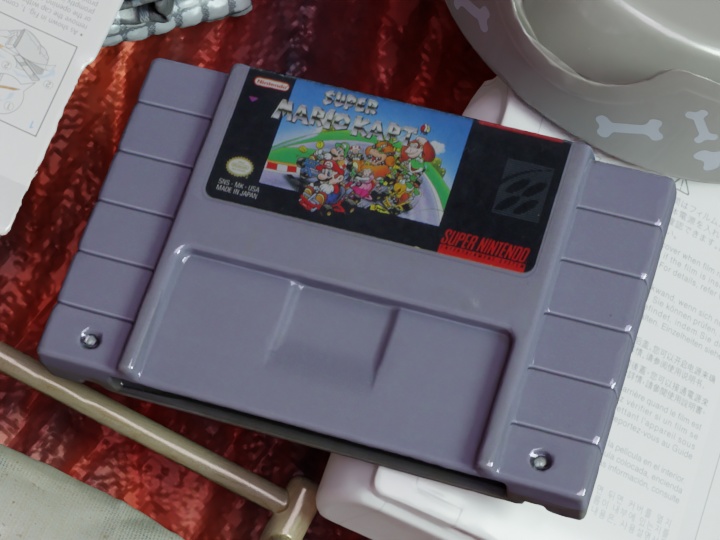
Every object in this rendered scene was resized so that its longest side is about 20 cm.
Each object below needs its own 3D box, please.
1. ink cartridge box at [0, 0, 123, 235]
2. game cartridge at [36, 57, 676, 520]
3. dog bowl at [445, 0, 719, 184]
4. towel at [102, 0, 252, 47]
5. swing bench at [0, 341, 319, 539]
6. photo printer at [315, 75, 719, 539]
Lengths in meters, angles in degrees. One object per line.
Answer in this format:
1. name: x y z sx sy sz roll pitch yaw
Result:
1. ink cartridge box: -0.158 -0.126 0.769 0.161 0.050 0.200 24 73 -7
2. game cartridge: 0.000 0.000 0.762 0.199 0.038 0.130 14 72 12
3. dog bowl: 0.119 -0.115 0.839 0.200 0.059 0.200 15 44 -15
4. towel: -0.136 -0.185 0.857 0.165 0.086 0.201 -12 85 -15
5. swing bench: -0.144 0.136 0.774 0.199 0.130 0.200 29 103 -9
6. photo printer: 0.088 0.030 0.824 0.166 0.069 0.200 26 68 -15
